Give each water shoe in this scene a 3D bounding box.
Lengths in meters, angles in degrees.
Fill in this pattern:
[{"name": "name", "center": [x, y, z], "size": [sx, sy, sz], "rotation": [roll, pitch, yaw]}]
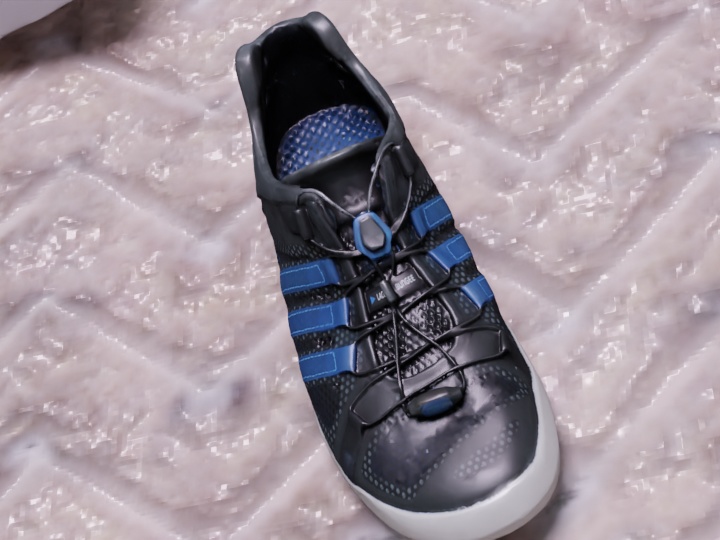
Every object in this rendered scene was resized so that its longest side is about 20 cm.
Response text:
[{"name": "water shoe", "center": [0.000, 0.000, 0.692], "size": [0.071, 0.079, 0.201], "rotation": [-27, 49, 1]}]

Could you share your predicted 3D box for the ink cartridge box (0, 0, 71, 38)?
[{"name": "ink cartridge box", "center": [-0.160, -0.191, 0.874], "size": [0.144, 0.083, 0.202], "rotation": [-21, 47, 34]}]
